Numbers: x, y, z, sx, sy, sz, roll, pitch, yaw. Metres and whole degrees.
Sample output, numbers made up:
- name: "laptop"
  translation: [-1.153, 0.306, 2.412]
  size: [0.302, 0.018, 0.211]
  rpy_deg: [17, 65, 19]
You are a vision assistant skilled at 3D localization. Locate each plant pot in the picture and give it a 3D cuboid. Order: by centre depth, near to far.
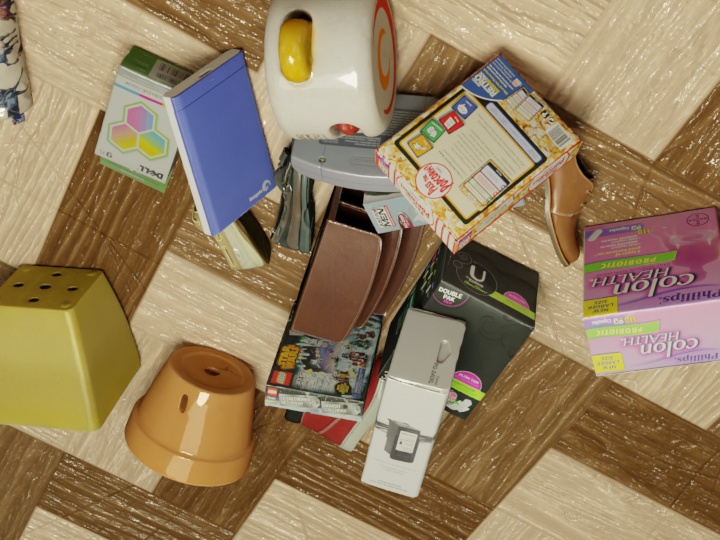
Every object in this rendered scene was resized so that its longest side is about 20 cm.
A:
- name: "plant pot"
  translation: [-0.455, 0.102, 1.734]
  size: [0.198, 0.200, 0.178]
  rpy_deg: [3, 115, 9]
- name: "plant pot"
  translation: [-0.243, 0.208, 1.773]
  size: [0.198, 0.200, 0.141]
  rpy_deg: [19, 111, -3]

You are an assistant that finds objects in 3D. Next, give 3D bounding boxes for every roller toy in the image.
- name: "roller toy"
  translation: [-0.039, -0.246, 1.385]
  size: [0.138, 0.201, 0.184]
  rpy_deg: [-1, 132, 13]

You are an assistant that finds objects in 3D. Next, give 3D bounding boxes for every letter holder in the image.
- name: "letter holder"
  translation: [0.000, 0.000, 1.616]
  size: [0.141, 0.101, 0.201]
  rpy_deg: [18, 127, -5]

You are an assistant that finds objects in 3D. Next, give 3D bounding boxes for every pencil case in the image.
- name: "pencil case"
  translation: [-0.474, -0.287, 1.505]
  size: [0.077, 0.090, 0.202]
  rpy_deg: [6, 126, 8]

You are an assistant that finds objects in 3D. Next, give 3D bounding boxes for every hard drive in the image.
- name: "hard drive"
  translation: [-0.177, -0.164, 1.513]
  size: [0.025, 0.132, 0.202]
  rpy_deg: [16, 133, 35]

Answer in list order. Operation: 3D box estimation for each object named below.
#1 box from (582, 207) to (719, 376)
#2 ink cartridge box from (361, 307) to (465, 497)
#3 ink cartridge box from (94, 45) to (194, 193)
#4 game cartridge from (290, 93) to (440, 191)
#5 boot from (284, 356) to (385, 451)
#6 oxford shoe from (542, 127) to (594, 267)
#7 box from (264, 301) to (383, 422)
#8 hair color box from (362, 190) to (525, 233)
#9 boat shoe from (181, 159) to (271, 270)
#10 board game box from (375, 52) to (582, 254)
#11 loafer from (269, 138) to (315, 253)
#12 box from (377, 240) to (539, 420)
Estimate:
- name: "box"
  translation: [0.377, 0.024, 1.495]
  size: [0.174, 0.201, 0.097]
  rpy_deg: [-8, 125, 18]
- name: "ink cartridge box"
  translation: [0.069, 0.172, 1.544]
  size: [0.083, 0.146, 0.201]
  rpy_deg: [15, 128, 4]
- name: "ink cartridge box"
  translation: [-0.288, -0.185, 1.561]
  size: [0.103, 0.060, 0.201]
  rpy_deg: [23, 127, -6]
- name: "game cartridge"
  translation: [0.017, -0.162, 1.471]
  size: [0.198, 0.134, 0.042]
  rpy_deg: [6, 154, 7]
- name: "boot"
  translation: [-0.040, 0.182, 1.778]
  size: [0.143, 0.073, 0.201]
  rpy_deg: [26, 130, -7]
- name: "oxford shoe"
  translation: [0.269, -0.092, 1.515]
  size: [0.070, 0.072, 0.202]
  rpy_deg: [-8, 123, 10]
- name: "box"
  translation: [-0.048, 0.124, 1.652]
  size: [0.135, 0.201, 0.040]
  rpy_deg: [8, 124, 4]
- name: "hair color box"
  translation: [0.107, -0.120, 1.499]
  size: [0.198, 0.100, 0.061]
  rpy_deg: [-11, 139, 18]
- name: "boat shoe"
  translation: [-0.196, -0.077, 1.614]
  size: [0.066, 0.074, 0.201]
  rpy_deg: [-20, 120, 18]
- name: "board game box"
  translation: [0.139, -0.141, 1.403]
  size: [0.152, 0.199, 0.046]
  rpy_deg: [50, 169, 14]
- name: "loafer"
  translation: [-0.093, -0.107, 1.572]
  size: [0.062, 0.072, 0.201]
  rpy_deg: [6, 129, 4]
- name: "box"
  translation: [0.136, 0.077, 1.628]
  size: [0.147, 0.125, 0.201]
  rpy_deg: [26, 126, -8]
